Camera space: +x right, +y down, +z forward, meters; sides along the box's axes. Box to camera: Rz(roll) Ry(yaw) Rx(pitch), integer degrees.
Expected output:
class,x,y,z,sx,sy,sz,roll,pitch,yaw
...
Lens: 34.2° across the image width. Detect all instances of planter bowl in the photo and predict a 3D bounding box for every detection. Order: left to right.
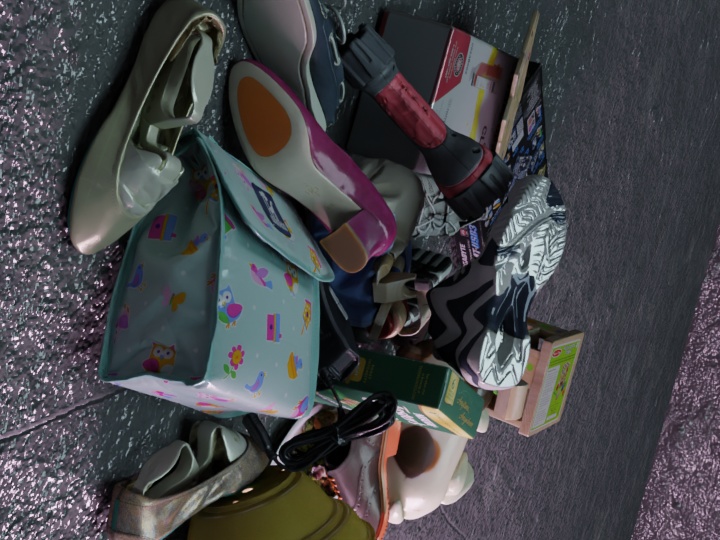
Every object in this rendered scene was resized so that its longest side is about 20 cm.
class,x,y,z,sx,sy,sz,roll,pitch,yaw
planter bowl,-0.092,0.233,1.067,0.200,0.199,0.084,-28,103,-54

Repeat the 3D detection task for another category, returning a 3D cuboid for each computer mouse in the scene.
class,x,y,z,sx,sy,sz,roll,pitch,yaw
computer mouse,-0.062,0.079,1.065,0.140,0.201,0.046,-33,175,15

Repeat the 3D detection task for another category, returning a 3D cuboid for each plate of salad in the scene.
class,x,y,z,sx,sy,sz,roll,pitch,yaw
plate of salad,-0.049,0.234,1.261,0.200,0.048,0.202,-43,142,-46

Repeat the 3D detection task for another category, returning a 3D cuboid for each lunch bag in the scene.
class,x,y,z,sx,sy,sz,roll,pitch,yaw
lunch bag,-0.106,0.007,0.933,0.170,0.121,0.202,34,60,-59

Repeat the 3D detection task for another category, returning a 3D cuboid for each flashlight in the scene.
class,x,y,z,sx,sy,sz,roll,pitch,yaw
flashlight,0.055,-0.137,1.078,0.200,0.067,0.068,46,44,-16

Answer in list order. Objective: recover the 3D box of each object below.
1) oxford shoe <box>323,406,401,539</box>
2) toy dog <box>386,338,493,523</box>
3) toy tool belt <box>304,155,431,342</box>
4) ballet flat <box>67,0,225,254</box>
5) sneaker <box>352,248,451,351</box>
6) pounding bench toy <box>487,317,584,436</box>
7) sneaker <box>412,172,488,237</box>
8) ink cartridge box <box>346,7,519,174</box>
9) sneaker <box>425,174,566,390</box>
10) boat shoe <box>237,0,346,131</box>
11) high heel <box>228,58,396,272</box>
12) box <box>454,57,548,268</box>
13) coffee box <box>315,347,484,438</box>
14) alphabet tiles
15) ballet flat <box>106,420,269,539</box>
class,x,y,z,sx,sy,sz,roll,pitch,yaw
oxford shoe,-0.010,0.221,1.233,0.072,0.071,0.202,2,101,-26
toy dog,0.069,0.160,1.287,0.194,0.139,0.202,-37,151,-53
toy tool belt,0.000,0.000,1.113,0.123,0.123,0.202,-56,145,-53
ballet flat,-0.148,-0.101,0.839,0.069,0.069,0.202,28,81,-63
sneaker,0.043,0.064,1.307,0.200,0.075,0.117,-36,140,-51
pounding bench toy,0.168,0.122,1.490,0.199,0.155,0.126,-7,113,-61
sneaker,0.077,-0.073,1.273,0.199,0.081,0.076,-20,124,-58
ink cartridge box,0.082,-0.175,1.219,0.199,0.083,0.147,0,107,-63
sneaker,0.115,0.006,1.106,0.079,0.129,0.202,10,90,-33
boat shoe,-0.048,-0.191,0.968,0.062,0.074,0.201,-55,150,-27
high heel,-0.036,-0.097,0.991,0.067,0.201,0.096,-34,-173,28
box,0.174,-0.127,1.468,0.201,0.049,0.200,-55,150,-31
coffee box,0.008,0.108,1.119,0.123,0.198,0.044,46,57,-61
alphabet tiles,0.167,-0.179,1.288,0.201,0.006,0.168,95,13,-55
ballet flat,-0.143,0.173,1.023,0.200,0.067,0.068,-32,127,-55
